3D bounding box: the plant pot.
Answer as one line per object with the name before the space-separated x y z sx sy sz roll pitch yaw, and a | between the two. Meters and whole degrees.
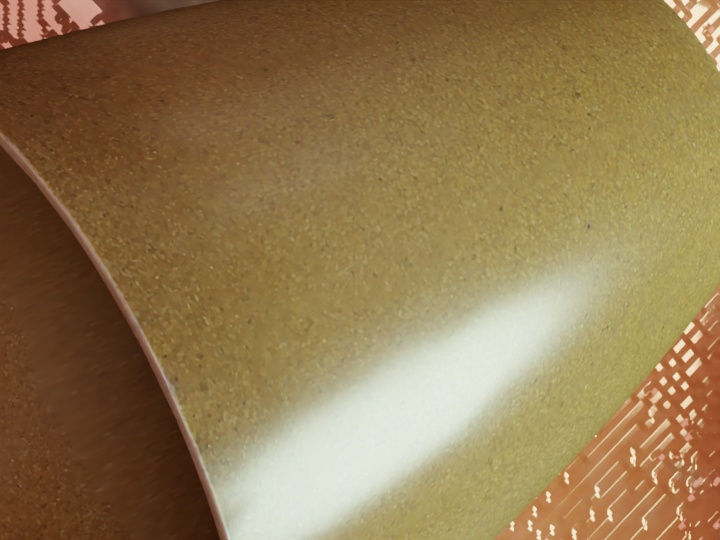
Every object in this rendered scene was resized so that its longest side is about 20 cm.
plant pot | 0.000 0.000 0.747 0.199 0.186 0.187 -26 98 -25
